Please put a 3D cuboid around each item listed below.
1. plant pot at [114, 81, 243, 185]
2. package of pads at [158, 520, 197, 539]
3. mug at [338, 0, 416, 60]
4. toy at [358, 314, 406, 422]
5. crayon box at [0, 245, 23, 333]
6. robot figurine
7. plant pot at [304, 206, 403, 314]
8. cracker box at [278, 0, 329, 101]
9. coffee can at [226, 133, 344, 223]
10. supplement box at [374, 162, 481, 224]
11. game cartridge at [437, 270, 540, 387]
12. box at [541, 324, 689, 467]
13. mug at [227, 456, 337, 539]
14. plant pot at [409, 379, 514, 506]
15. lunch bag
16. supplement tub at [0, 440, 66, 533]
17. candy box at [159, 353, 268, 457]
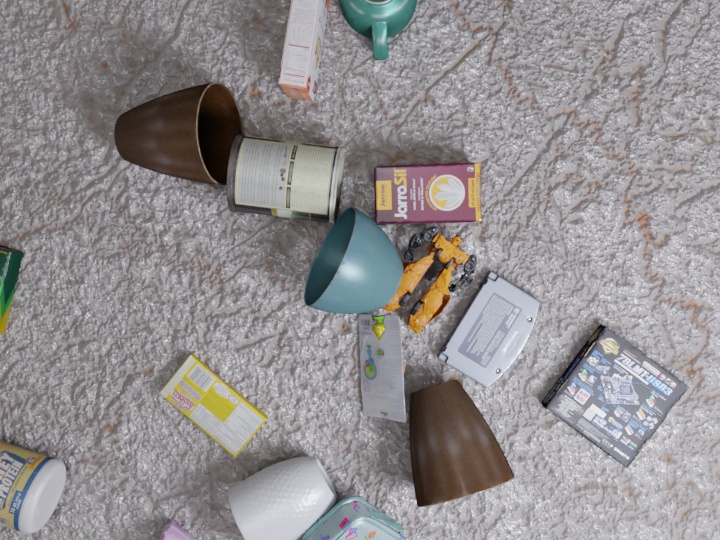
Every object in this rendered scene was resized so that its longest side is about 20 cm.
[{"bbox_3d":[-0.350,-0.252,1.405,0.199,0.187,0.188,1,92,17],"label":"plant pot"},{"bbox_3d":[-0.335,0.603,1.475,0.200,0.076,0.121,37,94,0],"label":"package of pads"},{"bbox_3d":[0.041,-0.511,1.397,0.152,0.114,0.185,-35,90,3],"label":"mug"},{"bbox_3d":[0.052,0.183,1.446,0.047,0.115,0.201,-9,96,-42],"label":"toy"},{"bbox_3d":[-0.790,0.020,1.475,0.199,0.058,0.173,15,93,1],"label":"crayon box"},{"bbox_3d":[0.130,0.014,1.444,0.145,0.058,0.200,37,94,0],"label":"robot figurine"},{"bbox_3d":[0.000,0.000,1.392,0.134,0.200,0.201,25,93,-16],"label":"plant pot"},{"bbox_3d":[-0.103,-0.429,1.397,0.057,0.134,0.201,10,93,1],"label":"cracker box"},{"bbox_3d":[-0.137,-0.171,1.401,0.199,0.146,0.147,7,93,2],"label":"coffee can"},{"bbox_3d":[0.126,-0.144,1.424,0.199,0.086,0.111,-2,93,2],"label":"supplement box"},{"bbox_3d":[0.256,0.119,1.456,0.133,0.042,0.200,32,93,-4],"label":"game cartridge"},{"bbox_3d":[0.490,0.242,1.446,0.200,0.050,0.199,35,92,1],"label":"box"},{"bbox_3d":[-0.131,0.459,1.440,0.175,0.148,0.200,-29,120,-3],"label":"mug"},{"bbox_3d":[0.166,0.315,1.402,0.186,0.187,0.201,-18,77,3],"label":"plant pot"},{"bbox_3d":[-0.004,0.521,1.421,0.160,0.077,0.200,-45,129,0],"label":"lunch bag"},{"bbox_3d":[-0.693,0.409,1.444,0.199,0.145,0.145,18,93,1],"label":"supplement tub"},{"bbox_3d":[-0.291,0.267,1.484,0.200,0.026,0.102,40,95,0],"label":"candy box"}]
